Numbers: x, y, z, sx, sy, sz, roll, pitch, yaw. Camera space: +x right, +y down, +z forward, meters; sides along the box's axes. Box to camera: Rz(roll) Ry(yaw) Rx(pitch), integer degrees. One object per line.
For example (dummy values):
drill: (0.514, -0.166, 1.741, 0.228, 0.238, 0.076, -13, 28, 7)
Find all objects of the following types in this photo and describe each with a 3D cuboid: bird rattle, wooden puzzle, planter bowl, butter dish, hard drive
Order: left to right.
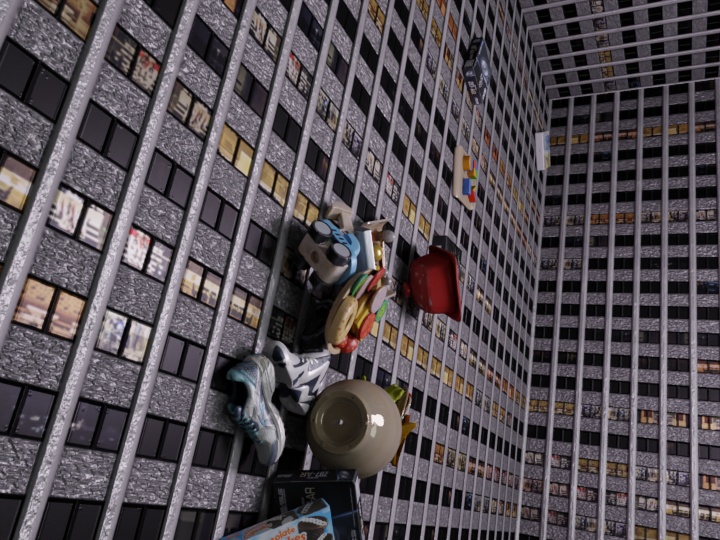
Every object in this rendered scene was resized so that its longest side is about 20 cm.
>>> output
planter bowl: (-0.026, 0.310, 1.244, 0.135, 0.198, 0.202, 53, 44, -66)
hard drive: (0.000, 0.000, 1.413, 0.026, 0.132, 0.202, -14, 106, -22)
bird rattle: (0.036, 0.368, 1.506, 0.163, 0.111, 0.202, 71, 32, -62)
butter dish: (0.188, 0.043, 1.758, 0.200, 0.146, 0.202, -143, -135, -71)
wooden puzzle: (0.383, -0.328, 2.222, 0.200, 0.046, 0.187, 19, 73, -61)

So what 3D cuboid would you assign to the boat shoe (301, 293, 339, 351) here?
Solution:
boat shoe: (-0.067, 0.096, 1.339, 0.200, 0.071, 0.068, -51, 135, -41)

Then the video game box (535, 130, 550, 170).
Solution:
video game box: (0.997, -0.658, 3.402, 0.182, 0.046, 0.202, -28, 114, -57)

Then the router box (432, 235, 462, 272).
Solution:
router box: (0.272, 0.006, 1.999, 0.149, 0.051, 0.202, 34, 60, -56)

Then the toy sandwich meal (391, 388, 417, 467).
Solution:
toy sandwich meal: (0.097, 0.398, 1.567, 0.205, 0.070, 0.207, 24, 90, -89)

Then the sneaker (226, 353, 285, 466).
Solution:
sneaker: (-0.195, 0.254, 1.102, 0.086, 0.077, 0.202, -16, 97, -49)

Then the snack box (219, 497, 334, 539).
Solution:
snack box: (-0.143, 0.499, 1.108, 0.198, 0.037, 0.118, -13, 104, -25)

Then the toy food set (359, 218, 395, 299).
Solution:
toy food set: (0.050, -0.026, 1.566, 0.143, 0.060, 0.202, -18, 105, -61)

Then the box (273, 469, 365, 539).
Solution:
box: (-0.075, 0.485, 1.200, 0.044, 0.158, 0.202, -56, 141, -75)

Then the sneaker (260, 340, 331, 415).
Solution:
sneaker: (-0.119, 0.174, 1.208, 0.130, 0.079, 0.200, -57, 139, -36)

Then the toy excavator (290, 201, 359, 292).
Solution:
toy excavator: (-0.052, -0.061, 1.301, 0.199, 0.195, 0.100, -10, 143, -50)

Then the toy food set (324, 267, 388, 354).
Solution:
toy food set: (-0.006, 0.084, 1.275, 0.199, 0.048, 0.201, -54, 157, -23)

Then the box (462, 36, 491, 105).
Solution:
box: (0.439, -0.747, 2.333, 0.161, 0.043, 0.201, 61, 39, -42)
